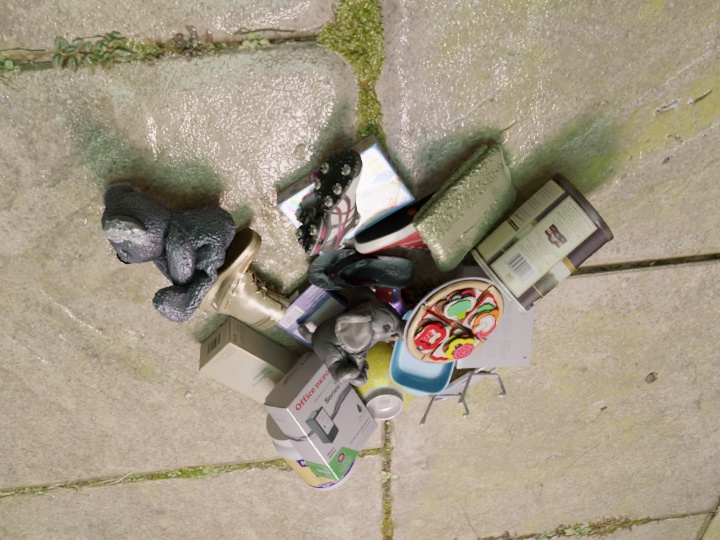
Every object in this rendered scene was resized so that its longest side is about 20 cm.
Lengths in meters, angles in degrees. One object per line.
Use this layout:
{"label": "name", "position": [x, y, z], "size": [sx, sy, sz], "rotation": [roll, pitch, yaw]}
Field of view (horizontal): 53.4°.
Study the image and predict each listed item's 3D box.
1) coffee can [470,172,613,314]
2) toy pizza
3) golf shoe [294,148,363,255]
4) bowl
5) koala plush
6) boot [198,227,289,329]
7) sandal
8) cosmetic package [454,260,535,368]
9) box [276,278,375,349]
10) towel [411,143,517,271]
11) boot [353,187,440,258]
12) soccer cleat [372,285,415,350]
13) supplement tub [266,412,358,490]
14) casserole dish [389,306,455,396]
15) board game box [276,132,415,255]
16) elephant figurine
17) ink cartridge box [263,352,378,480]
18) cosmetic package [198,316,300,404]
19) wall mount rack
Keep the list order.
{"label": "coffee can", "position": [0.309, -0.045, 1.232], "size": [0.200, 0.147, 0.146], "rotation": [-42, 125, 11]}
{"label": "toy pizza", "position": [0.170, 0.097, 1.260], "size": [0.196, 0.032, 0.203], "rotation": [-12, 131, -14]}
{"label": "golf shoe", "position": [-0.035, -0.112, 1.163], "size": [0.087, 0.078, 0.201], "rotation": [1, 135, -35]}
{"label": "bowl", "position": [0.043, 0.242, 1.484], "size": [0.196, 0.109, 0.203], "rotation": [-5, 131, -5]}
{"label": "koala plush", "position": [-0.323, -0.058, 1.144], "size": [0.198, 0.178, 0.184], "rotation": [31, 108, -30]}
{"label": "boot", "position": [-0.188, 0.022, 1.284], "size": [0.154, 0.074, 0.201], "rotation": [24, 124, -26]}
{"label": "sandal", "position": [0.001, -0.001, 1.291], "size": [0.196, 0.048, 0.077], "rotation": [-1, 101, -1]}
{"label": "cosmetic package", "position": [0.255, 0.083, 1.368], "size": [0.147, 0.052, 0.204], "rotation": [1, 104, -7]}
{"label": "box", "position": [-0.061, 0.104, 1.390], "size": [0.121, 0.033, 0.199], "rotation": [-41, 121, 16]}
{"label": "towel", "position": [0.182, -0.105, 1.207], "size": [0.200, 0.036, 0.149], "rotation": [-44, 133, -6]}
{"label": "boot", "position": [0.096, -0.047, 1.275], "size": [0.197, 0.073, 0.145], "rotation": [-22, 132, 5]}
{"label": "soccer cleat", "position": [0.085, 0.091, 1.389], "size": [0.075, 0.067, 0.202], "rotation": [-13, 127, 18]}
{"label": "supplement tub", "position": [-0.103, 0.362, 1.537], "size": [0.143, 0.147, 0.201], "rotation": [-23, 130, 11]}
{"label": "casserole dish", "position": [0.124, 0.148, 1.363], "size": [0.119, 0.039, 0.203], "rotation": [14, 117, 5]}
{"label": "board game box", "position": [-0.025, -0.124, 1.212], "size": [0.198, 0.035, 0.135], "rotation": [-29, 128, 16]}
{"label": "elephant figurine", "position": [0.010, 0.100, 1.309], "size": [0.153, 0.143, 0.201], "rotation": [13, 125, -38]}
{"label": "ink cartridge box", "position": [-0.075, 0.283, 1.400], "size": [0.083, 0.146, 0.202], "rotation": [-3, 127, 49]}
{"label": "cosmetic package", "position": [-0.212, 0.188, 1.423], "size": [0.199, 0.074, 0.103], "rotation": [34, 118, -30]}
{"label": "wall mount rack", "position": [0.211, 0.267, 1.513], "size": [0.172, 0.076, 0.199], "rotation": [6, 145, -43]}
